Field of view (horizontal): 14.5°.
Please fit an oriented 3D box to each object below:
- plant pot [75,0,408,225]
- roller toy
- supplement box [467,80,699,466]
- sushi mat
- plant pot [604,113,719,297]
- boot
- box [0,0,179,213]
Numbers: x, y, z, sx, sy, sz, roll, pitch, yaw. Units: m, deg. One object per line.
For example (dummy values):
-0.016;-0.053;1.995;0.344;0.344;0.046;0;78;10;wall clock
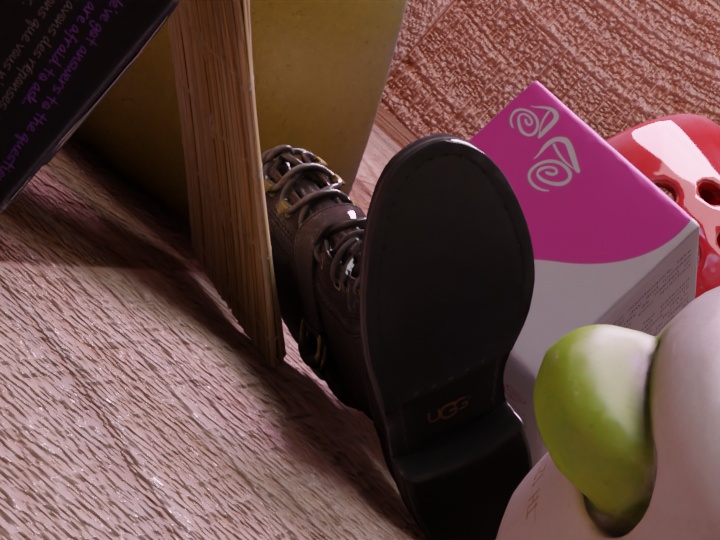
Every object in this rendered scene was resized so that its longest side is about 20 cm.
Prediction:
-0.066;-0.109;1.293;0.142;0.200;0.200;15;10;-7;plant pot
0.143;0.110;0.943;0.182;0.140;0.200;-8;57;-46;roller toy
0.079;0.021;1.249;0.101;0.103;0.200;44;-12;19;supplement box
-0.057;-0.061;1.129;0.096;0.012;0.200;-127;-155;-46;sushi mat
0.179;0.042;1.607;0.183;0.200;0.200;52;10;22;plant pot
0.000;0.000;1.109;0.174;0.069;0.200;-128;-153;-48;boot
-0.170;-0.129;1.018;0.200;0.106;0.122;41;6;-9;box
